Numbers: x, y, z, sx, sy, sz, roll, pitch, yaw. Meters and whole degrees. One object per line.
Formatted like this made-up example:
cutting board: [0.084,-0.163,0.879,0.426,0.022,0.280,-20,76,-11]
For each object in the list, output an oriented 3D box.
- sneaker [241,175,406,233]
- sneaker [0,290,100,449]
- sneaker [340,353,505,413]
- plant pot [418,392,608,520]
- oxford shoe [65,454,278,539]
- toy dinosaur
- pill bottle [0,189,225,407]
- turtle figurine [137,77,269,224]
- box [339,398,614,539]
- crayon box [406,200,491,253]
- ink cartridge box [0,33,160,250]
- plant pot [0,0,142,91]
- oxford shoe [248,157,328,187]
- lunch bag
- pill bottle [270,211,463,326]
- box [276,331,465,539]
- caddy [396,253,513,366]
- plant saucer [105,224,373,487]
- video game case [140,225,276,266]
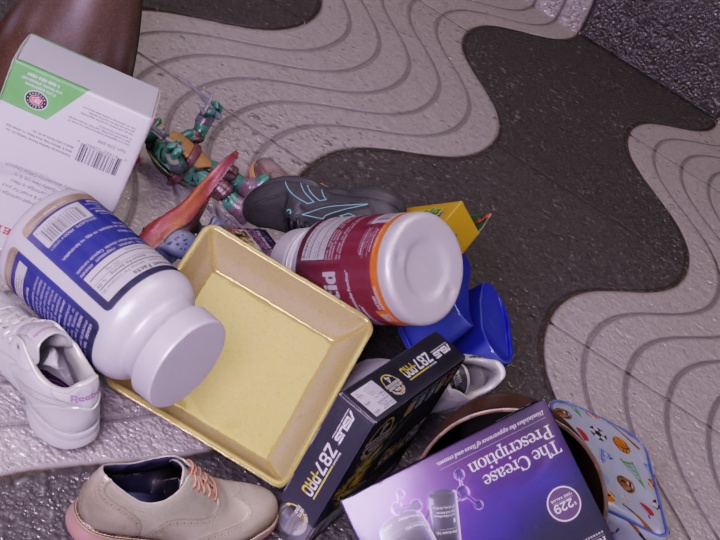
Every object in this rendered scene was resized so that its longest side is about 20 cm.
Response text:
sneaker: [-0.048,-0.060,1.462,0.198,0.076,0.080,3,51,15]
sneaker: [-0.292,0.061,1.103,0.200,0.100,0.075,40,46,19]
sneaker: [0.058,0.122,1.332,0.198,0.080,0.077,-10,84,-29]
plant pot: [0.146,0.200,1.262,0.186,0.188,0.200,30,12,-1]
oxford shoe: [-0.145,0.196,1.060,0.199,0.074,0.071,5,37,-40]
toy dinosaur: [-0.223,-0.024,1.269,0.180,0.202,0.105,-10,20,-42]
pill bottle: [-0.222,0.026,1.133,0.200,0.116,0.115,39,28,22]
turtle figurine: [-0.204,-0.146,1.537,0.200,0.100,0.150,39,39,-19]
box: [0.099,0.219,1.091,0.142,0.199,0.079,63,-5,7]
crayon box: [0.051,-0.017,1.466,0.200,0.126,0.051,-49,118,-35]
ink cartridge box: [-0.308,-0.113,1.271,0.145,0.201,0.084,23,26,-15]
plant pot: [-0.346,-0.303,1.535,0.186,0.201,0.188,23,30,-14]
oxford shoe: [-0.068,-0.090,1.606,0.200,0.073,0.071,45,31,26]
lunch bag: [0.263,0.240,1.396,0.159,0.076,0.200,28,27,-10]
pill bottle: [0.000,0.000,1.310,0.114,0.115,0.199,3,-3,-42]
box: [0.008,0.155,1.186,0.049,0.162,0.200,39,27,14]
caddy: [0.102,0.066,1.492,0.142,0.105,0.201,48,22,-20]
plant saucer: [-0.117,0.086,1.223,0.199,0.049,0.201,31,62,-1]
video game case: [-0.130,0.025,1.395,0.180,0.036,0.200,-1,41,-46]
